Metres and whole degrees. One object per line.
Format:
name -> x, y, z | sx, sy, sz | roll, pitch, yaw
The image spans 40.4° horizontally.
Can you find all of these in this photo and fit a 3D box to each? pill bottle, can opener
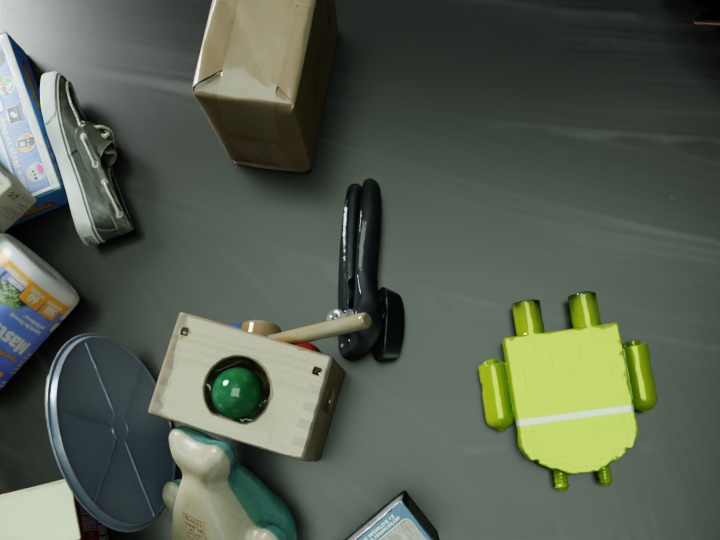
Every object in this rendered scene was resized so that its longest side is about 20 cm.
pill bottle -> -0.405, 0.069, 1.036 | 0.112, 0.112, 0.200 | 40, 84, 10
can opener -> 0.000, 0.000, 1.057 | 0.063, 0.078, 0.202 | -16, 72, 40

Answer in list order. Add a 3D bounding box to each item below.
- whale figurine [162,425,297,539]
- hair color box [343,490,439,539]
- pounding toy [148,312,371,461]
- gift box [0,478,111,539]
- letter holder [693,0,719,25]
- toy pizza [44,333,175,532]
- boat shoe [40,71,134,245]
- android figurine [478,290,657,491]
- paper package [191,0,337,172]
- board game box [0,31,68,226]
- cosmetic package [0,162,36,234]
whale figurine -> -0.125, 0.230, 0.961 | 0.158, 0.201, 0.104 | 14, 36, 36
hair color box -> 0.021, 0.266, 0.926 | 0.100, 0.200, 0.061 | -40, 80, -4
pounding toy -> -0.090, 0.101, 0.965 | 0.183, 0.200, 0.143 | 16, 80, 6
gift box -> -0.348, 0.289, 0.964 | 0.185, 0.185, 0.201 | -14, 75, -8
letter holder -> 0.458, -0.325, 1.069 | 0.199, 0.142, 0.101 | -35, 111, -4
toy pizza -> -0.251, 0.161, 0.971 | 0.032, 0.200, 0.202 | -20, 78, 18
boat shoe -> -0.303, -0.130, 1.092 | 0.063, 0.071, 0.201 | -18, 87, 1
android figurine -> 0.218, 0.126, 1.021 | 0.181, 0.041, 0.202 | -9, 79, 2
paper package -> -0.092, -0.225, 1.027 | 0.103, 0.200, 0.192 | 9, 79, 5
board game box -> -0.449, -0.137, 1.106 | 0.195, 0.056, 0.201 | -22, 79, 0
cosmetic package -> -0.454, -0.046, 1.024 | 0.105, 0.071, 0.200 | 43, 85, 9
